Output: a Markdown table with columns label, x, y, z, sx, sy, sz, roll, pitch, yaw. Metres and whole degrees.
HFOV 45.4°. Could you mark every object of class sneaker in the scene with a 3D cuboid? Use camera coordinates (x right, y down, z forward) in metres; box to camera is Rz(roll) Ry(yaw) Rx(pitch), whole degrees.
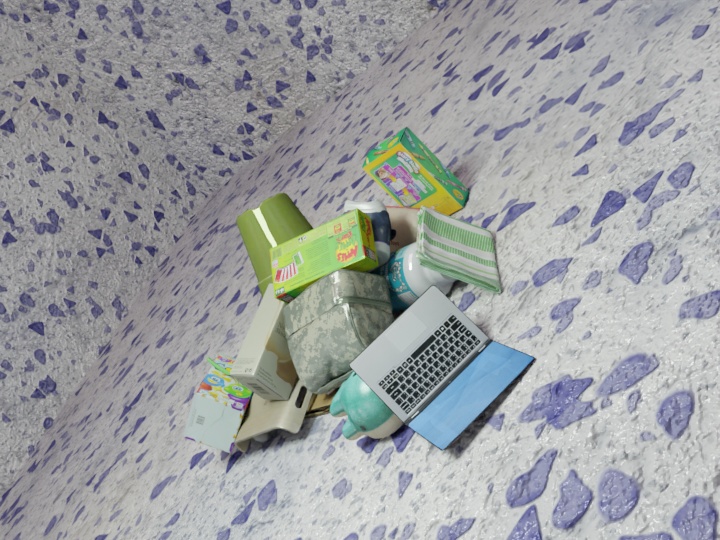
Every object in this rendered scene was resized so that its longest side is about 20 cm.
| label | x | y | z | sx | sy | sz | roll | pitch | yaw |
| --- | --- | --- | --- | --- | --- | --- | --- | --- | --- |
| sneaker | -0.026 | -0.057 | 1.621 | 0.199 | 0.080 | 0.147 | -26 | 51 | 32 |

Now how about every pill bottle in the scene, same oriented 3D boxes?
| label | x | y | z | sx | sy | sz | roll | pitch | yaw |
| --- | --- | --- | --- | --- | --- | --- | --- | --- | --- |
| pill bottle | 0.096 | 0.009 | 1.577 | 0.200 | 0.111 | 0.111 | -23 | 30 | 50 |

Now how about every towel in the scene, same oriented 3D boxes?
| label | x | y | z | sx | sy | sz | roll | pitch | yaw |
| --- | --- | --- | --- | --- | --- | --- | --- | --- | --- |
| towel | 0.166 | -0.041 | 1.482 | 0.200 | 0.152 | 0.023 | -82 | 14 | -61 |

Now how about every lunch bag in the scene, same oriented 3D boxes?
| label | x | y | z | sx | sy | sz | roll | pitch | yaw |
| --- | --- | --- | --- | --- | --- | --- | --- | --- | --- |
| lunch bag | -0.036 | 0.114 | 1.531 | 0.200 | 0.139 | 0.169 | -33 | 56 | 39 |

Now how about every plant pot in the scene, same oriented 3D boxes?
| label | x | y | z | sx | sy | sz | roll | pitch | yaw |
| --- | --- | --- | --- | --- | --- | --- | --- | --- | --- |
| plant pot | -0.166 | -0.054 | 1.811 | 0.199 | 0.191 | 0.200 | -30 | 1 | 1 |

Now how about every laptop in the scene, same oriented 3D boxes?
| label | x | y | z | sx | sy | sz | roll | pitch | yaw |
| --- | --- | --- | --- | --- | --- | --- | --- | --- | --- |
| laptop | 0.114 | 0.134 | 1.264 | 0.187 | 0.200 | 0.116 | -42 | -15 | -11 |

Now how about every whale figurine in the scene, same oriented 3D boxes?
| label | x | y | z | sx | sy | sz | roll | pitch | yaw |
| --- | --- | --- | --- | --- | --- | --- | --- | --- | --- |
| whale figurine | 0.006 | 0.198 | 1.402 | 0.200 | 0.104 | 0.159 | -8 | 43 | 58 |

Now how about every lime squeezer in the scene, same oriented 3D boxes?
| label | x | y | z | sx | sy | sz | roll | pitch | yaw |
| --- | --- | --- | --- | --- | --- | --- | --- | --- | --- |
| lime squeezer | -0.234 | 0.198 | 1.732 | 0.199 | 0.071 | 0.038 | -10 | -7 | 27 |

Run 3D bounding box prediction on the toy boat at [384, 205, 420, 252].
| label | x | y | z | sx | sy | sz | roll | pitch | yaw |
| --- | --- | --- | --- | --- | --- | --- | --- | --- | --- |
| toy boat | 0.101 | -0.068 | 1.733 | 0.130 | 0.131 | 0.200 | -12 | 14 | -38 |

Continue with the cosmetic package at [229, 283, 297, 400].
| label | x | y | z | sx | sy | sz | roll | pitch | yaw |
| --- | --- | --- | --- | --- | --- | --- | --- | --- | --- |
| cosmetic package | -0.155 | 0.132 | 1.618 | 0.071 | 0.105 | 0.201 | -5 | 55 | 41 |

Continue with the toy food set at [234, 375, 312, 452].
| label | x | y | z | sx | sy | sz | roll | pitch | yaw |
| --- | --- | --- | --- | --- | --- | --- | --- | --- | --- |
| toy food set | -0.159 | 0.269 | 1.662 | 0.200 | 0.060 | 0.144 | -28 | 33 | 47 |

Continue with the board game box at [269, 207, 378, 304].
| label | x | y | z | sx | sy | sz | roll | pitch | yaw |
| --- | --- | --- | --- | --- | --- | --- | --- | --- | --- |
| board game box | -0.069 | -0.024 | 1.550 | 0.199 | 0.048 | 0.102 | -24 | 60 | 26 |

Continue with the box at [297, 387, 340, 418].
| label | x | y | z | sx | sy | sz | roll | pitch | yaw |
| --- | --- | --- | --- | --- | --- | --- | --- | --- | --- |
| box | -0.033 | 0.186 | 1.635 | 0.163 | 0.021 | 0.200 | -24 | 29 | 49 |

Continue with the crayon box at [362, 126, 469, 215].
| label | x | y | z | sx | sy | sz | roll | pitch | yaw |
| --- | --- | --- | --- | --- | --- | --- | --- | --- | --- |
| crayon box | 0.115 | -0.189 | 1.792 | 0.119 | 0.200 | 0.058 | -28 | 27 | 41 |

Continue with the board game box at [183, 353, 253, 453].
| label | x | y | z | sx | sy | sz | roll | pitch | yaw |
| --- | --- | --- | --- | --- | --- | --- | --- | --- | --- |
| board game box | -0.278 | 0.268 | 1.769 | 0.200 | 0.103 | 0.105 | -75 | 3 | -71 |
